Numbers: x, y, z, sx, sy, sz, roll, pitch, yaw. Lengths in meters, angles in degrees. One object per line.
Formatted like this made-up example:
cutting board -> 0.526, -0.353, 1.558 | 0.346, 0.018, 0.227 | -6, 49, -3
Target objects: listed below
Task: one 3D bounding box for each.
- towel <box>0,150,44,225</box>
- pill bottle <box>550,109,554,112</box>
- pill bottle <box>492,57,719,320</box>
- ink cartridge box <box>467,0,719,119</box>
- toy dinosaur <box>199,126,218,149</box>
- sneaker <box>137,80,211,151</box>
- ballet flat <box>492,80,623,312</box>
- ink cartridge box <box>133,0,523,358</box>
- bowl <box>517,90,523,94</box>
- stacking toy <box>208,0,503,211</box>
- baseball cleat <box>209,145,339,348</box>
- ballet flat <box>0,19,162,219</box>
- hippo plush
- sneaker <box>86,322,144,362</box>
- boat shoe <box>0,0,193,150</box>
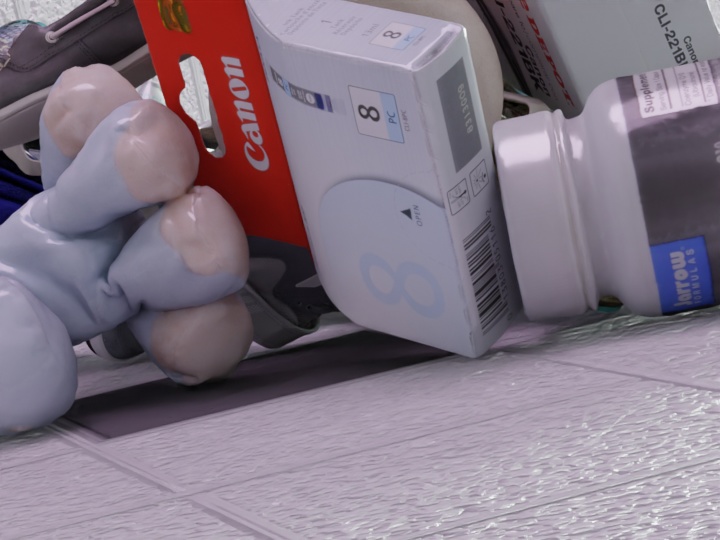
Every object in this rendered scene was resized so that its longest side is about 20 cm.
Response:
towel -> -0.227, -0.007, 1.689 | 0.148, 0.050, 0.200 | 25, -34, -24
pill bottle -> 0.160, -0.058, 1.538 | 0.200, 0.112, 0.112 | -7, 7, 42
pill bottle -> 0.167, -0.041, 1.337 | 0.200, 0.114, 0.114 | -11, 5, 5
ink cartridge box -> 0.090, -0.170, 1.508 | 0.084, 0.144, 0.200 | -32, 26, -11
toy dinosaur -> -0.001, -0.059, 1.574 | 0.200, 0.088, 0.047 | 29, -12, -20
sneaker -> -0.082, -0.047, 1.743 | 0.075, 0.089, 0.200 | -1, -23, 27
ballet flat -> 0.088, -0.048, 1.462 | 0.071, 0.071, 0.200 | -13, 29, -16
ink cartridge box -> -0.027, -0.053, 1.358 | 0.200, 0.160, 0.047 | 13, 44, 34
bowl -> 0.114, -0.106, 1.698 | 0.200, 0.108, 0.200 | -4, -28, -2
stacking toy -> -0.002, -0.117, 1.504 | 0.146, 0.146, 0.200 | -11, 22, 5
baseball cleat -> 0.000, 0.000, 1.526 | 0.200, 0.107, 0.070 | 19, 23, 9
ballet flat -> -0.149, -0.055, 1.585 | 0.074, 0.200, 0.074 | -40, -21, -18
hippo plush -> -0.167, -0.004, 1.433 | 0.161, 0.159, 0.200 | -28, 31, -30
sneaker -> -0.052, -0.003, 1.632 | 0.121, 0.084, 0.200 | 25, 58, 41
boat shoe -> -0.136, -0.122, 1.515 | 0.200, 0.057, 0.067 | -26, -12, -1
